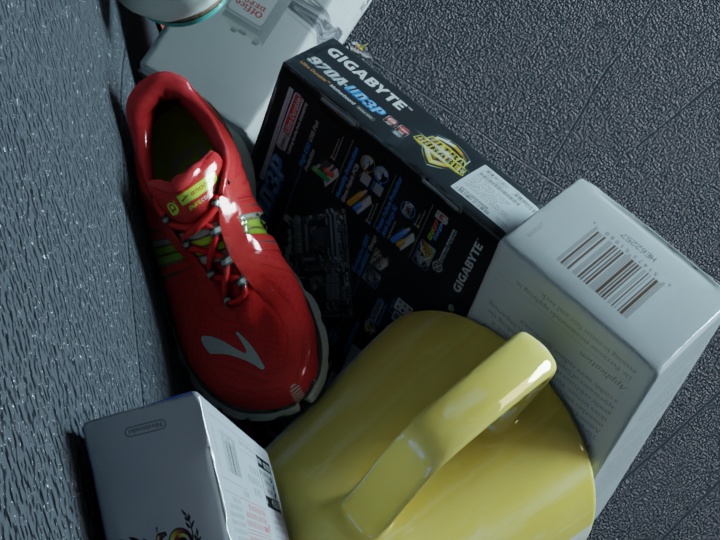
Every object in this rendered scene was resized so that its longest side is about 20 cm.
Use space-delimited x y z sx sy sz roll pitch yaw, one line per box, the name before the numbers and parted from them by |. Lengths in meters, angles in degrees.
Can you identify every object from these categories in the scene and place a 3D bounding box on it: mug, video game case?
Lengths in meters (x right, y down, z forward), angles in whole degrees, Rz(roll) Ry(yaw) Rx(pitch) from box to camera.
mug | 0.009 0.105 0.741 0.149 0.153 0.188 25 -46 37
video game case | -0.045 0.150 0.569 0.200 0.045 0.183 75 0 -77

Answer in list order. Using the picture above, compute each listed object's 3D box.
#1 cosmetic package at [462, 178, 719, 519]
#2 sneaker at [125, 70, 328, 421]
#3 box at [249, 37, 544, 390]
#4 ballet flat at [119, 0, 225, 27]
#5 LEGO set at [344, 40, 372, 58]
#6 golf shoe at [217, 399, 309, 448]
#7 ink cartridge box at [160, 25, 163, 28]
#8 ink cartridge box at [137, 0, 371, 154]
cosmetic package | 0.100 0.062 0.793 0.102 0.074 0.201 42 -37 18
sneaker | -0.079 -0.015 0.775 0.085 0.077 0.201 65 -1 -61
box | -0.001 0.000 0.850 0.159 0.046 0.201 40 -47 19
ballet flat | -0.126 -0.205 0.908 0.200 0.069 0.070 -117 -170 -57
LEGO set | -0.038 -0.110 1.137 0.153 0.116 0.201 10 53 -43
golf shoe | -0.033 0.142 0.869 0.092 0.072 0.201 -113 -172 -80
ink cartridge box | -0.137 -0.221 1.247 0.200 0.057 0.164 86 -9 -64
ink cartridge box | -0.047 -0.179 0.988 0.083 0.201 0.147 33 -2 3
